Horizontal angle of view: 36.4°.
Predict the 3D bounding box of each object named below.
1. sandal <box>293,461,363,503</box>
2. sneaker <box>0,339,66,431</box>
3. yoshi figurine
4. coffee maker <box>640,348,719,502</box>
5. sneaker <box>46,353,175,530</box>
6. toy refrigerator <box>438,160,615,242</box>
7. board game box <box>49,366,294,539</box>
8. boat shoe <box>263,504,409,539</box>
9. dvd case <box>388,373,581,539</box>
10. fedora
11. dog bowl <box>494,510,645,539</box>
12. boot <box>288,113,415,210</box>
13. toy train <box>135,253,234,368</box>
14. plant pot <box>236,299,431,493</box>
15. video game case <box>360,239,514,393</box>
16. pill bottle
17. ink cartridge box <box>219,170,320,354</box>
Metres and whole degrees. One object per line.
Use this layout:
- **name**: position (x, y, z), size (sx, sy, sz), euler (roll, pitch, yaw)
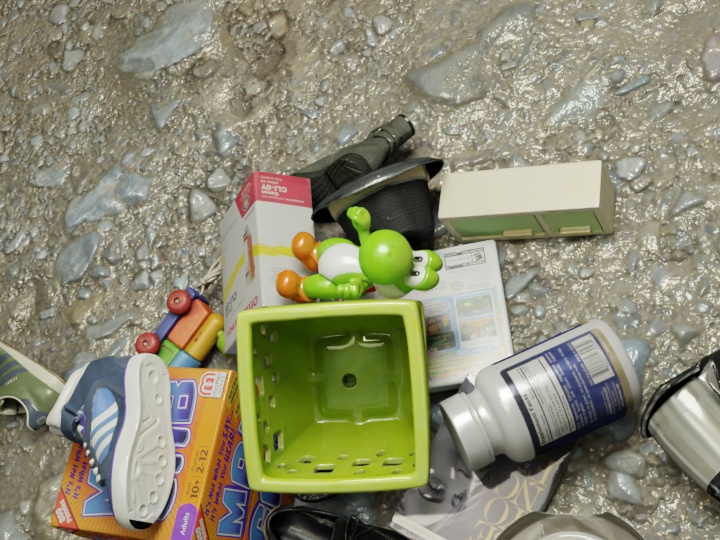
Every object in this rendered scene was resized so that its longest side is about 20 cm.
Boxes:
- **sandal**: position (-0.006, 0.205, 1.332), size (0.075, 0.048, 0.200), euler (27, 67, 32)
- **sneaker**: position (-0.505, 0.162, 1.582), size (0.200, 0.067, 0.090), euler (25, 74, 30)
- **yoshi figurine**: position (-0.006, -0.012, 1.253), size (0.200, 0.112, 0.113), euler (-1, 104, 34)
- **coffee maker**: position (0.410, 0.173, 1.080), size (0.192, 0.135, 0.200), euler (-38, 56, 4)
- **sneaker**: position (-0.285, 0.194, 1.216), size (0.146, 0.081, 0.200), euler (-15, 64, 29)
- **toy refrigerator**: position (0.203, -0.079, 1.340), size (0.200, 0.076, 0.070), euler (-3, 65, 25)
- **board game box**: position (-0.208, 0.239, 1.318), size (0.200, 0.200, 0.200), euler (1, 68, 27)
- **boat shoe**: position (-0.019, 0.315, 1.249), size (0.200, 0.062, 0.075), euler (16, 73, 11)
- **dvd case**: position (0.141, 0.236, 1.238), size (0.149, 0.016, 0.200), euler (25, 80, 21)
- **fedora**: position (0.034, -0.067, 1.369), size (0.200, 0.201, 0.092), euler (-24, 83, 15)
- **dog bowl**: position (0.221, 0.344, 1.130), size (0.200, 0.059, 0.200), euler (-8, 67, 19)
- **boot**: position (-0.015, -0.142, 1.485), size (0.200, 0.068, 0.131), euler (-15, 23, 51)
- **toy train**: position (-0.199, 0.071, 1.471), size (0.116, 0.085, 0.200), euler (34, 84, 24)
- **plant pot**: position (-0.017, 0.127, 1.219), size (0.200, 0.181, 0.199), euler (-3, 93, 9)
- **video game case**: position (0.081, 0.063, 1.346), size (0.200, 0.024, 0.182), euler (-11, 62, 10)
- **pill bottle**: position (0.192, 0.140, 1.190), size (0.200, 0.111, 0.111), euler (-23, 57, -4)
- **ink cartridge box**: position (-0.120, -0.005, 1.420), size (0.145, 0.083, 0.200), euler (-48, 42, 51)
